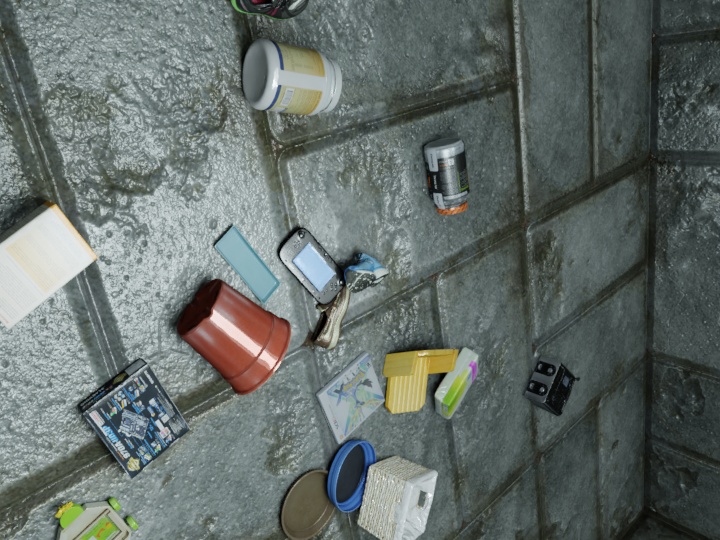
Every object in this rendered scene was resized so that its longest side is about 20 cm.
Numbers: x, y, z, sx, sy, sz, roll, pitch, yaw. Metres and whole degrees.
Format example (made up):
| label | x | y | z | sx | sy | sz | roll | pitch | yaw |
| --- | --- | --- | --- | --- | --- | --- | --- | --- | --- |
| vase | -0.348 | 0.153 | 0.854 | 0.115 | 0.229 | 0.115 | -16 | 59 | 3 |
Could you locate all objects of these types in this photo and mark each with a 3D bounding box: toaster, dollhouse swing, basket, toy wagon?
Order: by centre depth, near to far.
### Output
| label | x | y | z | sx | sy | sz | roll | pitch | yaw |
| --- | --- | --- | --- | --- | --- | --- | --- | --- | --- |
| toy wagon | -0.574 | 0.555 | 1.234 | 0.155 | 0.039 | 0.204 | -41 | 123 | -27 |
| basket | 0.111 | 0.687 | 1.746 | 0.198 | 0.157 | 0.205 | 10 | 94 | -61 |
| dollhouse swing | 0.185 | 0.338 | 1.770 | 0.196 | 0.179 | 0.182 | 6 | 76 | -41 |
| toaster | 0.759 | 0.460 | 2.318 | 0.199 | 0.117 | 0.184 | 37 | 77 | -39 |

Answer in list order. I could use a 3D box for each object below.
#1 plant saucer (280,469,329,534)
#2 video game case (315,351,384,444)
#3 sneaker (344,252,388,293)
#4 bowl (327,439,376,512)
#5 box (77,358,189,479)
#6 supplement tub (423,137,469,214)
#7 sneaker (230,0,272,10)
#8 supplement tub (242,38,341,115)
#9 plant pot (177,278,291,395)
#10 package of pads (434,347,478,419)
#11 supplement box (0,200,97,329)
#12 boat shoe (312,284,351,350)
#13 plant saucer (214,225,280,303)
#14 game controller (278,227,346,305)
| label | x | y | z | sx | sy | sz | roll | pitch | yaw |
| --- | --- | --- | --- | --- | --- | --- | --- | --- | --- |
| plant saucer | -0.145 | 0.654 | 1.636 | 0.196 | 0.029 | 0.207 | -11 | 106 | -40 |
| video game case | -0.025 | 0.366 | 1.681 | 0.198 | 0.022 | 0.186 | -37 | 122 | -30 |
| sneaker | 0.000 | 0.000 | 1.562 | 0.078 | 0.091 | 0.199 | -42 | 166 | 19 |
| bowl | -0.025 | 0.593 | 1.695 | 0.198 | 0.039 | 0.208 | -16 | 110 | -51 |
| box | -0.482 | 0.319 | 1.256 | 0.158 | 0.045 | 0.204 | -39 | 123 | -28 |
| supplement tub | 0.257 | -0.277 | 1.716 | 0.121 | 0.121 | 0.206 | -26 | 115 | -33 |
| sneaker | -0.189 | -0.598 | 1.282 | 0.196 | 0.083 | 0.079 | -21 | 113 | -36 |
| supplement tub | -0.152 | -0.430 | 1.312 | 0.196 | 0.143 | 0.149 | -5 | 103 | -40 |
| plant pot | -0.289 | 0.137 | 1.300 | 0.195 | 0.199 | 0.203 | 43 | 72 | -29 |
| package of pads | 0.314 | 0.373 | 1.913 | 0.201 | 0.067 | 0.156 | -52 | 155 | -21 |
| supplement box | -0.604 | -0.013 | 1.058 | 0.200 | 0.073 | 0.128 | -45 | 125 | -24 |
| boat shoe | -0.079 | 0.103 | 1.544 | 0.073 | 0.074 | 0.209 | 15 | 83 | -24 |
| plant saucer | -0.268 | -0.012 | 1.388 | 0.070 | 0.019 | 0.202 | -50 | 126 | -21 |
| game controller | -0.120 | -0.009 | 1.479 | 0.201 | 0.042 | 0.105 | 49 | 66 | -22 |
